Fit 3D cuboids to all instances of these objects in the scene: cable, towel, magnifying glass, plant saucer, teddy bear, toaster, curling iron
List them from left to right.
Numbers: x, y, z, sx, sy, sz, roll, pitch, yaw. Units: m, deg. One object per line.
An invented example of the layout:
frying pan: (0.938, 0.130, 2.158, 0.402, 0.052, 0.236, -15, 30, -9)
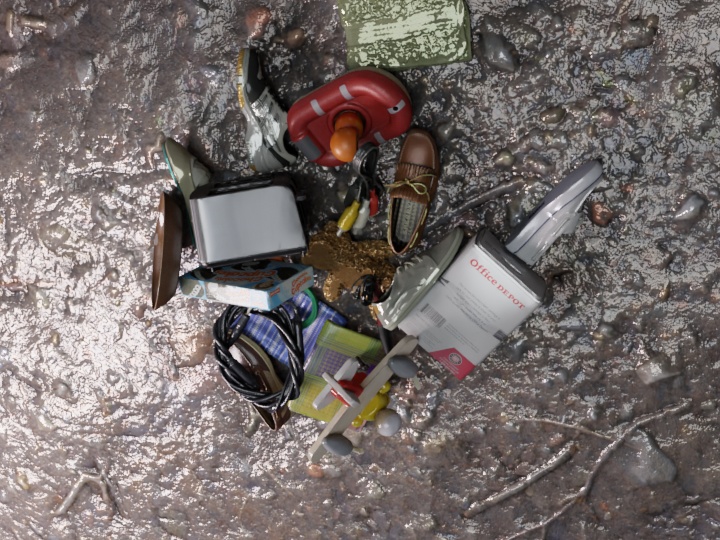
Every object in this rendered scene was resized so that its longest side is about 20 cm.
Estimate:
plant saucer: (-0.322, -0.031, 1.703, 0.036, 0.201, 0.201, 5, 115, -15)
toaster: (-0.179, -0.079, 1.613, 0.199, 0.181, 0.119, -9, 102, 0)
cable: (-0.172, 0.146, 1.731, 0.162, 0.051, 0.201, -2, 98, 11)
magnifying glass: (-0.132, 0.007, 1.732, 0.079, 0.022, 0.201, -20, 100, 16)
towel: (-0.135, 0.090, 1.774, 0.200, 0.024, 0.145, 32, 115, 3)
towel: (-0.033, 0.187, 1.768, 0.143, 0.023, 0.201, 20, 116, -7)
teddy bear: (0.000, 0.000, 1.685, 0.199, 0.067, 0.145, 23, 125, 0)
cable: (0.015, -0.129, 1.567, 0.050, 0.097, 0.200, 50, 150, 16)
curling iron: (0.027, 0.085, 1.677, 0.049, 0.026, 0.201, -30, 129, -13)
towel: (0.065, -0.372, 1.529, 0.199, 0.036, 0.149, -5, 108, 18)

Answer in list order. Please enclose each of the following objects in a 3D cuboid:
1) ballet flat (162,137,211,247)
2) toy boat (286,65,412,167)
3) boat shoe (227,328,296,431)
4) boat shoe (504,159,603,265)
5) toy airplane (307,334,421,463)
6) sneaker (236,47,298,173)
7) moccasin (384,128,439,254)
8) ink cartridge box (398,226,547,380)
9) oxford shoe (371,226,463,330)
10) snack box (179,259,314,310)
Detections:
ballet flat: (-0.271, -0.133, 1.708, 0.069, 0.070, 0.201, -7, 113, 18)
toy boat: (-0.016, -0.216, 1.546, 0.199, 0.131, 0.131, -25, 128, 24)
boat shoe: (-0.192, 0.196, 1.796, 0.072, 0.072, 0.200, -19, 109, 45)
boat shoe: (0.308, -0.086, 1.557, 0.065, 0.074, 0.200, 39, 126, -7)
toy airplane: (0.008, 0.209, 1.634, 0.141, 0.199, 0.200, 42, 138, 11)
sneaker: (-0.146, -0.258, 1.625, 0.087, 0.076, 0.201, -8, 112, 2)
moccasin: (0.076, -0.123, 1.599, 0.073, 0.078, 0.202, 19, 115, 8)
ink cartridge box: (0.179, 0.053, 1.634, 0.146, 0.085, 0.200, 41, 118, -2)
oxford shoe: (0.090, 0.004, 1.615, 0.058, 0.075, 0.200, 40, 89, -4)
snack box: (-0.188, 0.017, 1.675, 0.199, 0.116, 0.037, 8, 115, 35)
